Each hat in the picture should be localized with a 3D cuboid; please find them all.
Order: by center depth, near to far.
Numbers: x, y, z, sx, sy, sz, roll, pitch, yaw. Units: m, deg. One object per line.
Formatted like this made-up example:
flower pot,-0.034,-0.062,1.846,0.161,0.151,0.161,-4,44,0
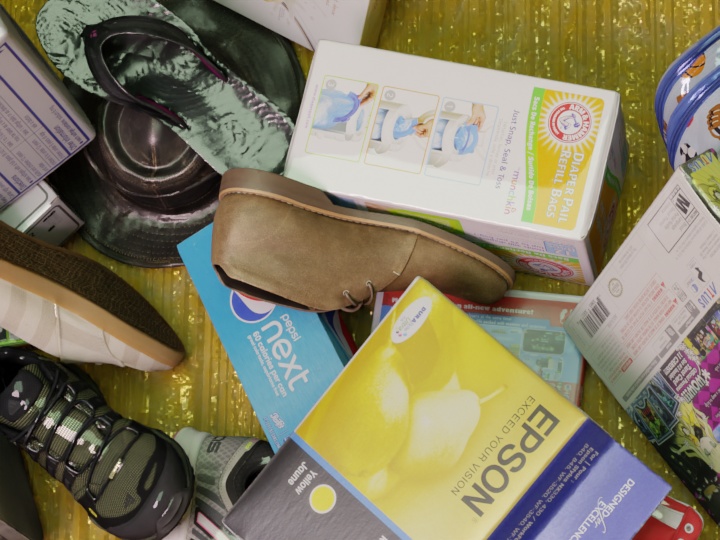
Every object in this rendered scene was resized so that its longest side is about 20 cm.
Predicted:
hat,-0.133,-0.107,1.654,0.200,0.081,0.201,-4,73,12

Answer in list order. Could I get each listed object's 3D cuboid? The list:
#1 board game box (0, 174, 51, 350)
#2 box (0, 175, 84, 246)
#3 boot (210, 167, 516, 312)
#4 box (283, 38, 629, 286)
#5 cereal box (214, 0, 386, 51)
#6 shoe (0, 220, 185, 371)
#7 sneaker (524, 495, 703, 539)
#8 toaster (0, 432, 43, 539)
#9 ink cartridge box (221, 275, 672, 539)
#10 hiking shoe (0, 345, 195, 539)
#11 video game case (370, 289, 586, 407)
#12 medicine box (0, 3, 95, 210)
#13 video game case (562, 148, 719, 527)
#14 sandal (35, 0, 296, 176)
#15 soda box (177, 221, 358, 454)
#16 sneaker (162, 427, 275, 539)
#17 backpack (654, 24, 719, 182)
board game box,-0.259,-0.039,1.690,0.095,0.030,0.200,-9,75,9
box,-0.296,-0.067,1.662,0.117,0.060,0.200,-45,70,-3
boot,0.000,0.000,1.555,0.200,0.074,0.076,15,71,-12
box,0.066,-0.069,1.585,0.200,0.113,0.102,11,76,14
cereal box,-0.070,-0.235,1.642,0.200,0.144,0.040,28,48,14
shoe,-0.202,0.020,1.597,0.053,0.200,0.070,-48,32,18
sneaker,0.178,0.215,1.502,0.112,0.071,0.200,-31,91,-24
toaster,-0.317,0.142,1.561,0.181,0.200,0.119,-25,66,3
ink cartridge box,0.047,0.139,1.467,0.200,0.047,0.198,39,91,28
hiking shoe,-0.186,0.108,1.561,0.200,0.101,0.076,32,93,46
video game case,0.068,0.109,1.584,0.143,0.017,0.200,5,76,13
medicine box,-0.294,-0.091,1.539,0.200,0.182,0.103,-37,70,-1
video game case,0.218,0.050,1.474,0.036,0.200,0.181,-28,72,-30
sandal,-0.125,-0.127,1.592,0.200,0.048,0.075,33,88,11
soda box,-0.042,0.055,1.586,0.068,0.064,0.200,-32,66,11
sneaker,-0.078,0.193,1.560,0.087,0.074,0.200,-7,68,16
backpack,0.272,-0.086,1.507,0.200,0.191,0.154,-40,70,-1
